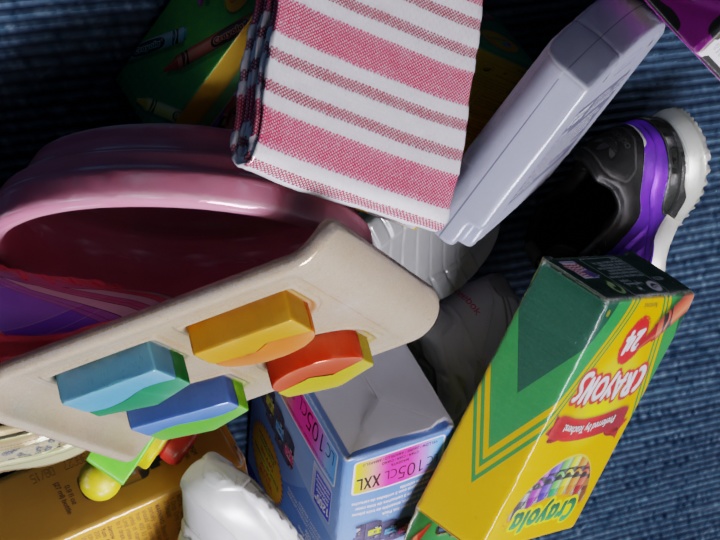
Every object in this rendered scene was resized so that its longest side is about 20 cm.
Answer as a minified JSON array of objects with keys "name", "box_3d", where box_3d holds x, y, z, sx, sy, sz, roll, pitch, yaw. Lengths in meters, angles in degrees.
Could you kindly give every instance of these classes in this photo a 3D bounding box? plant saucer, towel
[{"name":"plant saucer","box_3d":[-0.093,-0.028,1.122,0.200,0.051,0.201,1,165,0]},{"name":"towel","box_3d":[0.003,-0.128,1.072,0.146,0.030,0.201,17,78,-44]}]

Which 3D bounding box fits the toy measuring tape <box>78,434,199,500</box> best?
[{"name":"toy measuring tape","box_3d":[-0.100,0.047,1.264,0.200,0.074,0.074,-56,139,0]}]

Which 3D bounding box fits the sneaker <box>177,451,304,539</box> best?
[{"name":"sneaker","box_3d":[-0.084,0.185,1.278,0.099,0.078,0.200,-37,147,-19]}]

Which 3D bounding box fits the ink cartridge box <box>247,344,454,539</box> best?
[{"name":"ink cartridge box","box_3d":[-0.011,0.124,1.334,0.076,0.137,0.200,-15,138,-19]}]

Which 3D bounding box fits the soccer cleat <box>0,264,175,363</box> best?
[{"name":"soccer cleat","box_3d":[-0.167,0.023,1.128,0.200,0.077,0.067,-7,152,-43]}]

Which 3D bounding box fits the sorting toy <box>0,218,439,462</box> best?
[{"name":"sorting toy","box_3d":[-0.069,0.047,1.117,0.200,0.037,0.185,-25,161,13]}]

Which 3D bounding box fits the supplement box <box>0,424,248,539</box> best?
[{"name":"supplement box","box_3d":[-0.166,0.148,1.310,0.200,0.067,0.069,-24,141,-11]}]

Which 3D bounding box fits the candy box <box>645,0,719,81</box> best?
[{"name":"candy box","box_3d":[0.214,-0.136,1.217,0.061,0.136,0.200,-43,142,10]}]

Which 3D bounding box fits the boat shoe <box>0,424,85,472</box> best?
[{"name":"boat shoe","box_3d":[-0.199,0.072,1.199,0.200,0.073,0.063,-27,144,-7]}]

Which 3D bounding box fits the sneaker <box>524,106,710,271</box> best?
[{"name":"sneaker","box_3d":[0.141,-0.010,1.347,0.099,0.070,0.200,-15,135,-28]}]

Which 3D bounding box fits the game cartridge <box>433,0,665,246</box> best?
[{"name":"game cartridge","box_3d":[0.107,-0.090,1.194,0.133,0.041,0.200,-49,176,23]}]

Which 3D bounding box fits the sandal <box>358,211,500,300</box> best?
[{"name":"sandal","box_3d":[-0.001,-0.007,1.272,0.202,0.050,0.083,-30,125,-33]}]

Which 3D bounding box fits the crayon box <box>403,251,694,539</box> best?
[{"name":"crayon box","box_3d":[0.108,0.089,1.273,0.127,0.051,0.200,-4,124,-59]}]

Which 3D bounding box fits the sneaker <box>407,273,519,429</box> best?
[{"name":"sneaker","box_3d":[0.074,0.080,1.389,0.099,0.078,0.200,-30,148,-22]}]

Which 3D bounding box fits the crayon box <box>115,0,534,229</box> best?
[{"name":"crayon box","box_3d":[-0.014,-0.103,1.156,0.200,0.058,0.119,17,120,-44]}]
